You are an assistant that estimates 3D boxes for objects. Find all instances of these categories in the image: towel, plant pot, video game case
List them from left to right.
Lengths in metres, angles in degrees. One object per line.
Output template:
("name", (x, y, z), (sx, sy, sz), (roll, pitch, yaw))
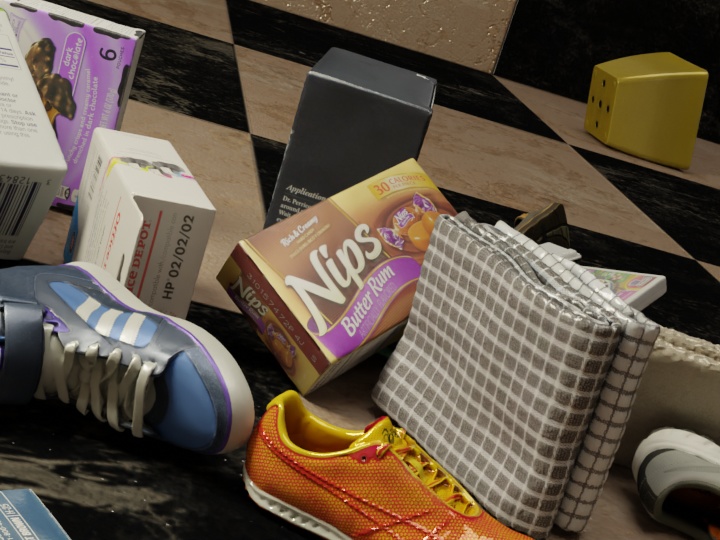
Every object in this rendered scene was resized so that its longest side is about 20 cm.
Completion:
("towel", (0.099, 0.066, 0.907), (0.085, 0.167, 0.200), (-1, 25, -35))
("video game case", (0.161, 0.023, 1.198), (0.199, 0.018, 0.143), (8, 23, 38))
("towel", (0.198, 0.090, 0.992), (0.198, 0.133, 0.035), (19, 39, -1))
("plant pot", (0.565, -0.330, 2.626), (0.175, 0.202, 0.200), (2, 20, -13))

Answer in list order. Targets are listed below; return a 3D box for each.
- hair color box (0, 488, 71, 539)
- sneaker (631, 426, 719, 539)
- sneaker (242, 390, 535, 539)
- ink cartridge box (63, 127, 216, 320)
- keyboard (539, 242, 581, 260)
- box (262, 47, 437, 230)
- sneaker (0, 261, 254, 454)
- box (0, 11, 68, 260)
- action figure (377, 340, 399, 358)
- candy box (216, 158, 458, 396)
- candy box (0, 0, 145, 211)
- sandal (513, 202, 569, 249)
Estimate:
("hair color box", (-0.206, 0.140, 0.459), (0.199, 0.101, 0.060), (3, 22, -42))
("sneaker", (0.293, 0.179, 0.935), (0.198, 0.075, 0.079), (14, 26, 6))
("sneaker", (0.023, 0.134, 0.764), (0.199, 0.078, 0.073), (23, 15, 9))
("ink cartridge box", (-0.166, -0.019, 0.974), (0.067, 0.116, 0.200), (10, 20, -25))
("keyboard", (0.115, 0.003, 1.236), (0.198, 0.011, 0.056), (-15, 14, -25))
("box", (-0.012, -0.086, 1.203), (0.116, 0.202, 0.197), (18, 16, 0))
("sneaker", (-0.178, 0.064, 0.785), (0.199, 0.081, 0.146), (33, 30, 31))
("box", (-0.351, -0.117, 0.999), (0.183, 0.105, 0.201), (5, 44, -39))
("action figure", (0.039, 0.049, 1.093), (0.199, 0.055, 0.118), (10, 19, -34))
("candy box", (0.000, 0.000, 1.010), (0.199, 0.057, 0.117), (-27, 74, -41))
("candy box", (-0.313, -0.160, 1.167), (0.198, 0.169, 0.072), (15, 15, -8))
("sandal", (0.196, -0.030, 1.498), (0.054, 0.083, 0.200), (2, 15, 29))
